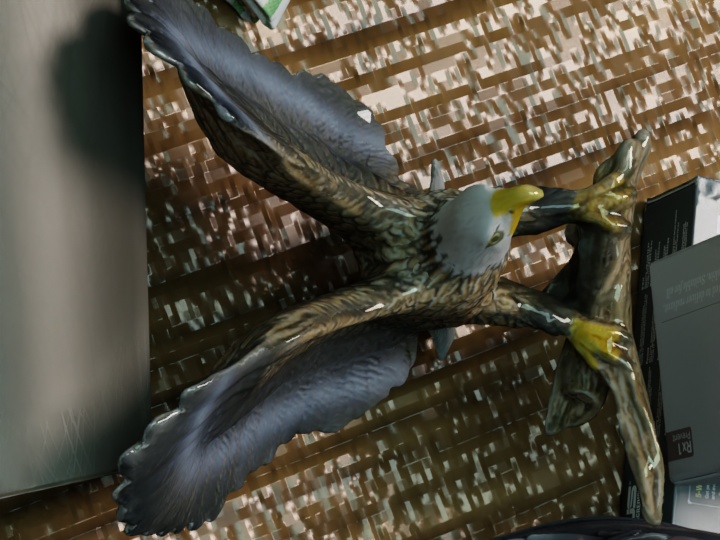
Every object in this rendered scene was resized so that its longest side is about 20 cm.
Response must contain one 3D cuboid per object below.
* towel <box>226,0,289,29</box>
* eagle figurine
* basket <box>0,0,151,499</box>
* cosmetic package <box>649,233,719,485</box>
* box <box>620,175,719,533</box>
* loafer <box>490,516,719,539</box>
[{"bbox_3d":[-0.053,-0.199,0.831,0.200,0.023,0.153,48,62,-43],"label":"towel"},{"bbox_3d":[0.003,-0.004,0.775,0.198,0.152,0.152,1,43,-25],"label":"eagle figurine"},{"bbox_3d":[-0.136,-0.028,0.760,0.179,0.136,0.202,-12,88,5],"label":"basket"},{"bbox_3d":[0.210,0.026,0.849,0.198,0.107,0.091,2,79,-23],"label":"cosmetic package"},{"bbox_3d":[0.177,0.079,0.906,0.159,0.043,0.202,10,76,-19],"label":"box"},{"bbox_3d":[0.105,0.114,0.815,0.198,0.063,0.073,-1,75,11],"label":"loafer"}]
